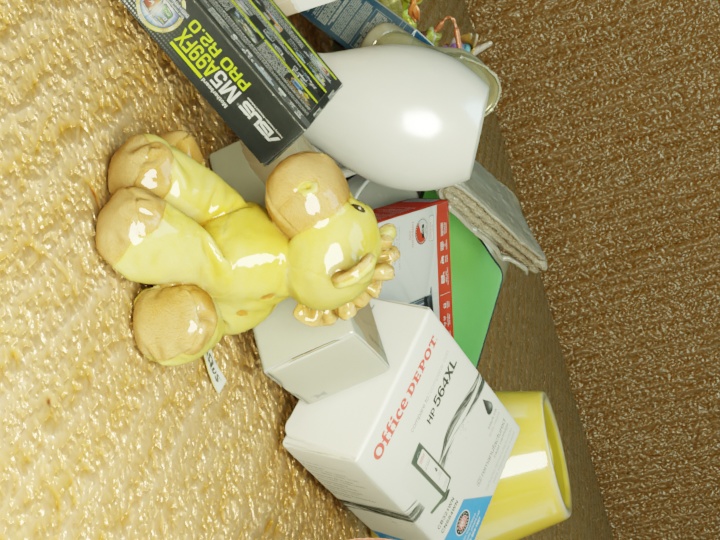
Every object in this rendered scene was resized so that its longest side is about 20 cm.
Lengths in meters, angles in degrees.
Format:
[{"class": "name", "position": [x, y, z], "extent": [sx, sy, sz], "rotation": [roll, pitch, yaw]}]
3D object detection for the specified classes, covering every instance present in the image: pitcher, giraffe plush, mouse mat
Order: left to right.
[{"class": "giraffe plush", "position": [-0.061, -0.014, 0.805], "extent": [0.174, 0.160, 0.201], "rotation": [-88, 158, -48]}, {"class": "pitcher", "position": [0.006, -0.125, 1.055], "extent": [0.173, 0.197, 0.122], "rotation": [94, 11, -54]}, {"class": "mouse mat", "position": [0.093, 0.017, 1.256], "extent": [0.200, 0.007, 0.163], "rotation": [48, 53, -44]}]

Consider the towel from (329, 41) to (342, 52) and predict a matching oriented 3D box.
[{"class": "towel", "position": [0.019, -0.222, 1.370], "extent": [0.201, 0.036, 0.149], "rotation": [57, -22, 28]}]

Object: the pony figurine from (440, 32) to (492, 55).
[{"class": "pony figurine", "position": [0.068, -0.242, 1.546], "extent": [0.201, 0.190, 0.169], "rotation": [91, -5, -66]}]

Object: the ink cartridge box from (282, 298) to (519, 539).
[{"class": "ink cartridge box", "position": [0.041, 0.139, 1.017], "extent": [0.200, 0.084, 0.147], "rotation": [50, 58, -43]}]

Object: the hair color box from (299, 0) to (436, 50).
[{"class": "hair color box", "position": [0.003, -0.253, 1.252], "extent": [0.200, 0.061, 0.100], "rotation": [44, 9, 35]}]

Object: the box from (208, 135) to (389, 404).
[{"class": "box", "position": [-0.050, -0.007, 0.950], "extent": [0.095, 0.077, 0.202], "rotation": [47, 22, -61]}]

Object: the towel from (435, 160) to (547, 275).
[{"class": "towel", "position": [0.119, -0.078, 1.245], "extent": [0.199, 0.034, 0.133], "rotation": [37, 22, -42]}]

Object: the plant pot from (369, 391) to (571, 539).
[{"class": "plant pot", "position": [0.113, 0.207, 1.231], "extent": [0.201, 0.186, 0.204], "rotation": [-14, 90, -77]}]

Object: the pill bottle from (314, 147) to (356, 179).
[{"class": "pill bottle", "position": [-0.014, -0.145, 1.223], "extent": [0.200, 0.111, 0.114], "rotation": [-3, 79, -77]}]

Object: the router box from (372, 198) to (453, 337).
[{"class": "router box", "position": [0.022, 0.047, 1.101], "extent": [0.179, 0.048, 0.203], "rotation": [-21, 111, -54]}]

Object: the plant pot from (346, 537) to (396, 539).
[{"class": "plant pot", "position": [0.019, 0.303, 0.805], "extent": [0.196, 0.198, 0.203], "rotation": [67, 15, -63]}]

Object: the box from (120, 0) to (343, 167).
[{"class": "box", "position": [-0.104, -0.185, 0.893], "extent": [0.200, 0.044, 0.160], "rotation": [49, 20, -10]}]

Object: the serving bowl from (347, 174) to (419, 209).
[{"class": "serving bowl", "position": [0.000, 0.000, 1.178], "extent": [0.199, 0.065, 0.203], "rotation": [-11, 103, -60]}]

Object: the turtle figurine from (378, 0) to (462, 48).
[{"class": "turtle figurine", "position": [0.029, -0.308, 1.413], "extent": [0.201, 0.160, 0.065], "rotation": [53, 55, -23]}]

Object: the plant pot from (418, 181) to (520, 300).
[{"class": "plant pot", "position": [0.088, 0.014, 1.389], "extent": [0.188, 0.185, 0.203], "rotation": [53, 39, -57]}]

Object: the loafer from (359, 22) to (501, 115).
[{"class": "loafer", "position": [0.076, -0.179, 1.164], "extent": [0.199, 0.076, 0.068], "rotation": [8, 32, -48]}]

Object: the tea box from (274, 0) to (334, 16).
[{"class": "tea box", "position": [-0.100, -0.351, 1.031], "extent": [0.201, 0.132, 0.199], "rotation": [62, 20, -45]}]
